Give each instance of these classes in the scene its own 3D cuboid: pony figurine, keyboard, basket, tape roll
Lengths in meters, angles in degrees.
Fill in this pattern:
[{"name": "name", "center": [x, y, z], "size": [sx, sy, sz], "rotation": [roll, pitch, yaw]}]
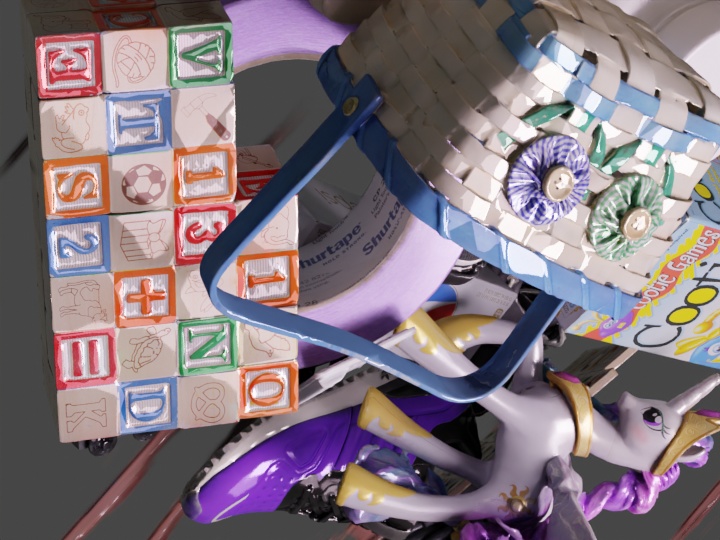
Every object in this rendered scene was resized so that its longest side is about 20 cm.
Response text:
[{"name": "pony figurine", "center": [0.092, 0.121, 1.205], "size": [0.167, 0.200, 0.193], "rotation": [-87, -164, -79]}, {"name": "keyboard", "center": [-0.010, 0.053, 1.158], "size": [0.056, 0.011, 0.200], "rotation": [-32, 178, -10]}, {"name": "basket", "center": [0.046, -0.036, 0.948], "size": [0.176, 0.139, 0.200], "rotation": [20, 122, -38]}, {"name": "tape roll", "center": [-0.043, -0.052, 1.057], "size": [0.200, 0.066, 0.200], "rotation": [-6, 116, -13]}]

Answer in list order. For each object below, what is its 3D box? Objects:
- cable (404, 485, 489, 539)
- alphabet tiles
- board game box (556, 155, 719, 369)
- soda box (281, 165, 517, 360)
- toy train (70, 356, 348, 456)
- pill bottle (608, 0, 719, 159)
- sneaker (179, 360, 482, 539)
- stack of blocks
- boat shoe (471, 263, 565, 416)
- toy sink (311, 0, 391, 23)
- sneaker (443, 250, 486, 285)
[{"name": "cable", "center": [0.042, 0.184, 1.403], "size": [0.200, 0.051, 0.163], "rotation": [-24, 178, -9]}, {"name": "alphabet tiles", "center": [0.104, 0.100, 1.377], "size": [0.167, 0.008, 0.200], "rotation": [-39, 179, -8]}, {"name": "board game box", "center": [0.196, -0.017, 1.241], "size": [0.200, 0.105, 0.103], "rotation": [14, 132, -42]}, {"name": "soda box", "center": [0.000, 0.000, 1.217], "size": [0.200, 0.068, 0.064], "rotation": [18, 112, -51]}, {"name": "toy train", "center": [-0.079, 0.055, 1.227], "size": [0.200, 0.034, 0.046], "rotation": [-18, 126, -33]}, {"name": "pill bottle", "center": [0.110, -0.138, 1.075], "size": [0.112, 0.200, 0.113], "rotation": [-27, 141, -24]}, {"name": "sneaker", "center": [-0.007, 0.121, 1.288], "size": [0.200, 0.100, 0.070], "rotation": [-24, 169, -28]}, {"name": "stack of blocks", "center": [-0.090, -0.028, 0.984], "size": [0.115, 0.059, 0.200], "rotation": [-7, 117, -13]}, {"name": "boat shoe", "center": [0.100, 0.022, 1.343], "size": [0.073, 0.063, 0.200], "rotation": [-7, 130, -40]}, {"name": "toy sink", "center": [0.026, -0.225, 0.971], "size": [0.130, 0.112, 0.200], "rotation": [-5, 124, -41]}, {"name": "sneaker", "center": [0.073, -0.083, 1.196], "size": [0.112, 0.073, 0.200], "rotation": [-45, -164, 58]}]
